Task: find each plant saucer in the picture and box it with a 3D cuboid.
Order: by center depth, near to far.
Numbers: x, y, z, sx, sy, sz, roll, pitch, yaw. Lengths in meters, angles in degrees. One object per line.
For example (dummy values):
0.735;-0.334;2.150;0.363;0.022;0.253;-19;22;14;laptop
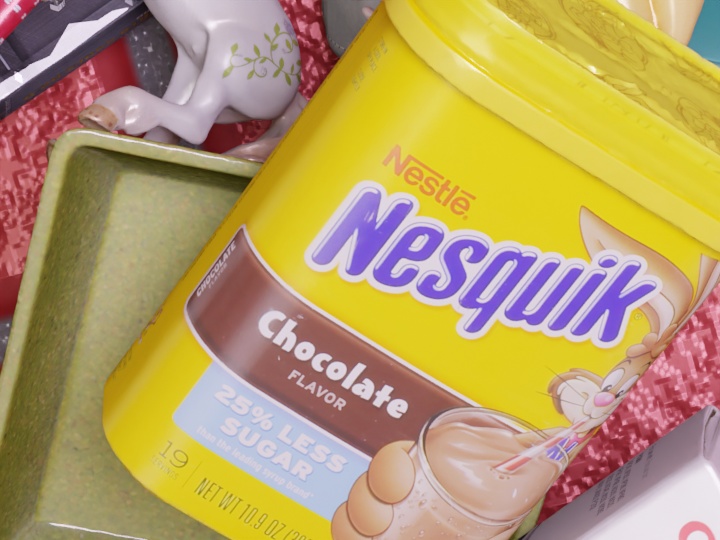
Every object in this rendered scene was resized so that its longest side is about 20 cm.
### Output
-0.030;0.046;1.040;0.199;0.048;0.201;11;116;-11;plant saucer

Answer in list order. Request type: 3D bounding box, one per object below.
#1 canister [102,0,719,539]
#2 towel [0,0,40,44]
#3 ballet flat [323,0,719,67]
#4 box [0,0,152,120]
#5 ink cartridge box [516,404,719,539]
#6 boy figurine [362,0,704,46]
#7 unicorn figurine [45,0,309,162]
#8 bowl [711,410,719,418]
0.026;0.005;0.949;0.148;0.087;0.200;30;113;-18;canister
-0.120;-0.163;1.019;0.144;0.022;0.200;35;81;38;towel
0.081;-0.081;1.088;0.199;0.067;0.064;17;128;8;ballet flat
-0.151;-0.167;1.097;0.158;0.048;0.200;-36;91;-8;box
0.084;0.165;1.014;0.200;0.084;0.145;-36;91;13;ink cartridge box
0.062;-0.097;1.010;0.124;0.064;0.201;-22;94;14;boy figurine
-0.064;-0.116;1.048;0.137;0.074;0.201;-26;119;-27;unicorn figurine
0.179;0.132;1.083;0.199;0.094;0.202;1;99;10;bowl
